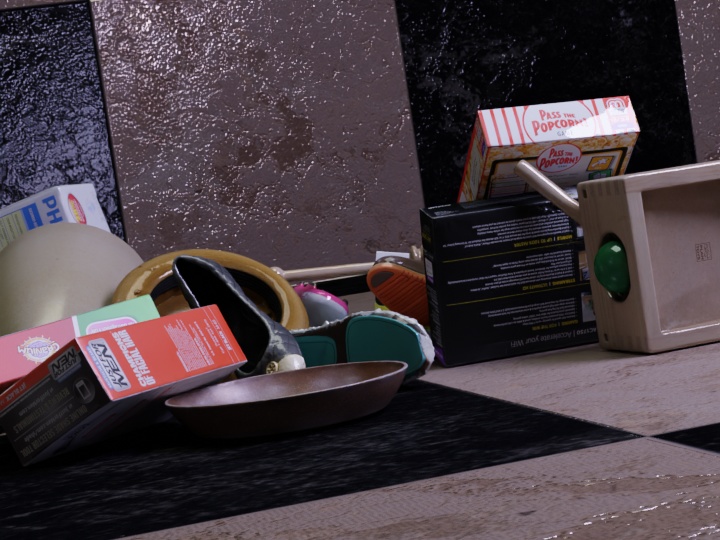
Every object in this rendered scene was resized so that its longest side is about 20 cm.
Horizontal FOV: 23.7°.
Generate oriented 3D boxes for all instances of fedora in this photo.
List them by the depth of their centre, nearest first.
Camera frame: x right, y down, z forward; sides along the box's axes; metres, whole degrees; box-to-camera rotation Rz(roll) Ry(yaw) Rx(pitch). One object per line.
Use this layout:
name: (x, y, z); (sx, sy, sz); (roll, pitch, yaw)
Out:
fedora: (-0.151, 0.064, 1.694); (0.200, 0.082, 0.201); (9, 42, -9)

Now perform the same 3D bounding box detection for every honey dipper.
honey dipper: (0.000, 0.000, 1.769); (0.200, 0.038, 0.038); (-7, 2, -3)

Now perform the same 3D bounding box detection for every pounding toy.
pounding toy: (0.268, -0.026, 1.566); (0.200, 0.184, 0.142); (-9, 2, -17)

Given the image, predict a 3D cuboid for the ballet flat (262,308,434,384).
ballet flat: (-0.002, 0.072, 1.573); (0.200, 0.072, 0.072); (-5, 4, 39)

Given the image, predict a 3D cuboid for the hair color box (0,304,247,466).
hair color box: (-0.197, 0.092, 1.425); (0.111, 0.064, 0.200); (-36, -10, 27)

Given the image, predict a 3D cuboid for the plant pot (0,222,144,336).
plant pot: (-0.300, 0.069, 1.727); (0.187, 0.188, 0.200); (-9, 18, -2)

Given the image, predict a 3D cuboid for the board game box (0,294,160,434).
board game box: (-0.287, 0.094, 1.502); (0.200, 0.040, 0.153); (-17, -17, -36)

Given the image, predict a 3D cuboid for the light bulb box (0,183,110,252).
light bulb box: (-0.369, 0.028, 1.921); (0.200, 0.198, 0.125); (-21, 1, 11)

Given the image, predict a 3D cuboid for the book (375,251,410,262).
book: (0.121, 0.009, 1.855); (0.200, 0.048, 0.134); (4, -11, 7)

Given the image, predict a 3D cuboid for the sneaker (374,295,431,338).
sneaker: (0.077, 0.047, 1.798); (0.075, 0.077, 0.200); (-9, 1, 26)

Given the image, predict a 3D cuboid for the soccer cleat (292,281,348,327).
soccer cleat: (-0.073, 0.067, 1.844); (0.070, 0.086, 0.200); (29, -18, -17)

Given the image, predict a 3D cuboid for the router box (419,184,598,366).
router box: (0.163, 0.001, 1.647); (0.200, 0.149, 0.051); (-8, 15, -11)

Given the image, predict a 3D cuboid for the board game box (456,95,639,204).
board game box: (0.179, -0.087, 1.691); (0.151, 0.046, 0.200); (-6, -31, -10)

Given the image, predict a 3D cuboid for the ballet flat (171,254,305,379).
ballet flat: (-0.117, 0.055, 1.592); (0.200, 0.066, 0.057); (44, 9, 39)

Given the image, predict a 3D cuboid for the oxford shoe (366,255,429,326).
oxford shoe: (0.088, 0.015, 1.720); (0.200, 0.073, 0.071); (21, -36, -34)

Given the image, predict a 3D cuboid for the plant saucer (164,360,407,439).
plant saucer: (-0.058, 0.106, 1.394); (0.200, 0.035, 0.200); (-8, 2, 0)
